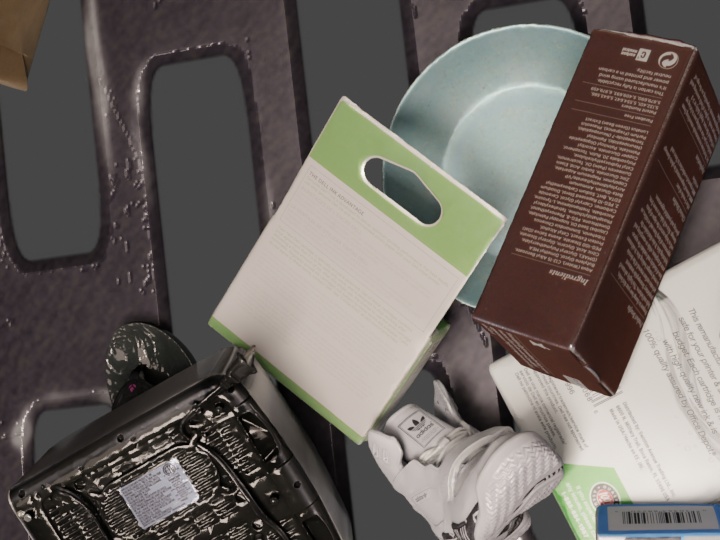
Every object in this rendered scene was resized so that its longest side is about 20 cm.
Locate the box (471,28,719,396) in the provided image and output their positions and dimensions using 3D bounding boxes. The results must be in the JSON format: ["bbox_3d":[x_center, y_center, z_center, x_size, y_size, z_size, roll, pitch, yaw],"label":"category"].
[{"bbox_3d":[0.150,-0.035,0.853,0.075,0.100,0.200,16,76,30],"label":"box"}]

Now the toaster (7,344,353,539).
[{"bbox_3d":[-0.107,0.163,0.939,0.200,0.119,0.181,-30,99,5],"label":"toaster"}]

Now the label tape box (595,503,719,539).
[{"bbox_3d":[0.219,0.246,0.844,0.143,0.066,0.200,-3,95,9],"label":"label tape box"}]

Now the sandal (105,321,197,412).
[{"bbox_3d":[-0.146,0.134,1.015,0.075,0.048,0.201,-13,86,14],"label":"sandal"}]

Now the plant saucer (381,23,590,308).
[{"bbox_3d":[0.116,-0.068,0.961,0.201,0.039,0.201,0,88,14],"label":"plant saucer"}]

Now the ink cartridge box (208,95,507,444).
[{"bbox_3d":[0.000,0.000,0.960,0.145,0.048,0.200,38,111,13],"label":"ink cartridge box"}]

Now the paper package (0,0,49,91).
[{"bbox_3d":[-0.352,-0.215,1.007,0.200,0.191,0.104,17,93,13],"label":"paper package"}]

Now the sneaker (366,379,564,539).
[{"bbox_3d":[0.061,0.124,0.897,0.075,0.200,0.115,-35,71,-17],"label":"sneaker"}]

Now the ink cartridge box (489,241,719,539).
[{"bbox_3d":[0.208,0.079,0.909,0.200,0.083,0.147,-28,81,12],"label":"ink cartridge box"}]
